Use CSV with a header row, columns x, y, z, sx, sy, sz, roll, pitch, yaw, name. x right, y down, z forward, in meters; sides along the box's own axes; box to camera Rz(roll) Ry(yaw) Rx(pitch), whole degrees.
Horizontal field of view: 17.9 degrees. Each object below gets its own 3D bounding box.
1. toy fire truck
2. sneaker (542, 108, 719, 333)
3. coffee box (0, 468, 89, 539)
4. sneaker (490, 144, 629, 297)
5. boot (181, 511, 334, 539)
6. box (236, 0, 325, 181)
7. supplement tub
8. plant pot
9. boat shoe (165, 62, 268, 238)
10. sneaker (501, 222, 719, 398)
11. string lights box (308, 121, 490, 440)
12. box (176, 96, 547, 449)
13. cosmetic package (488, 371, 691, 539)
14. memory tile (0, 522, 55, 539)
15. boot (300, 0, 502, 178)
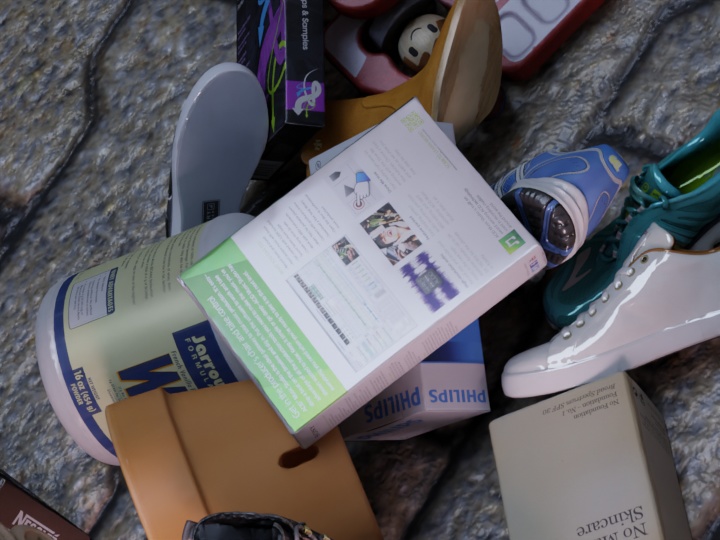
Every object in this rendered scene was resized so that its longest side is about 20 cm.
x,y,z,sx,sy,sz,roll,pitch,yaw,name
0.073,-0.201,1.705,0.200,0.112,0.168,-45,67,1,toy fire truck
0.196,-0.037,1.533,0.200,0.080,0.078,-43,49,3,sneaker
-0.311,0.166,1.701,0.199,0.113,0.080,29,79,40,coffee box
0.122,-0.036,1.545,0.077,0.076,0.200,-40,8,-18,sneaker
0.008,0.193,1.365,0.199,0.174,0.070,0,67,41,boot
-0.063,-0.184,1.719,0.143,0.036,0.202,140,132,-67,box
-0.116,0.045,1.633,0.199,0.145,0.146,-21,53,20,supplement tub
-0.069,0.157,1.519,0.139,0.201,0.201,-22,50,-4,plant pot
-0.113,-0.072,1.701,0.069,0.201,0.066,-5,33,-17,boat shoe
0.177,0.020,1.491,0.198,0.073,0.085,-22,91,3,sneaker
0.025,0.008,1.559,0.102,0.059,0.202,-23,70,52,string lights box
0.000,0.000,1.472,0.199,0.036,0.145,-36,63,-5,box
0.153,0.177,1.432,0.103,0.073,0.201,-23,51,18,cosmetic package
-0.177,0.229,1.524,0.017,0.199,0.154,-52,45,15,memory tile
0.023,-0.115,1.657,0.143,0.070,0.203,17,101,41,boot
